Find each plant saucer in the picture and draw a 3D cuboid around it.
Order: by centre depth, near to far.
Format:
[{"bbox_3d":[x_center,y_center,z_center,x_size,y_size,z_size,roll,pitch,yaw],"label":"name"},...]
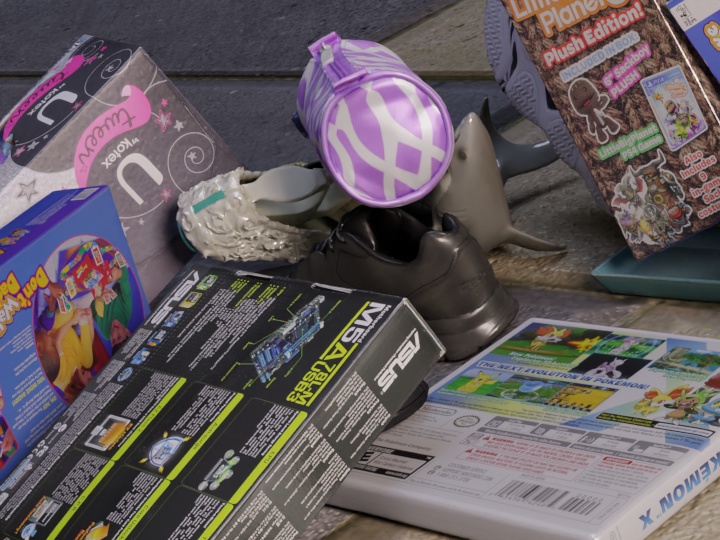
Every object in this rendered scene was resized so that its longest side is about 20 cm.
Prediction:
[{"bbox_3d":[0.227,-0.001,1.109,0.200,0.019,0.070,6,29,46],"label":"plant saucer"}]

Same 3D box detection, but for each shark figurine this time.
[{"bbox_3d":[0.094,-0.038,1.268,0.089,0.128,0.214,15,9,11],"label":"shark figurine"}]

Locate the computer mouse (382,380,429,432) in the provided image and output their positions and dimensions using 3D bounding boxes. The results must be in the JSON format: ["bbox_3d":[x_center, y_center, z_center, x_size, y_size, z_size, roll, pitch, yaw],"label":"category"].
[{"bbox_3d":[-0.059,0.069,1.086,0.140,0.046,0.200,-26,14,-22],"label":"computer mouse"}]

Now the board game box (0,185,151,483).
[{"bbox_3d":[-0.195,0.053,1.139,0.045,0.135,0.200,-4,23,31],"label":"board game box"}]

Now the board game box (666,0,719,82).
[{"bbox_3d":[0.269,-0.142,1.107,0.045,0.135,0.200,-30,7,46],"label":"board game box"}]

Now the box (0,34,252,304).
[{"bbox_3d":[-0.189,-0.038,1.283,0.200,0.132,0.115,-48,28,-13],"label":"box"}]

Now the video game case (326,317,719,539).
[{"bbox_3d":[0.102,0.080,0.991,0.182,0.022,0.200,-32,24,-35],"label":"video game case"}]

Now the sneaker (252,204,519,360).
[{"bbox_3d":[0.000,0.000,1.182,0.200,0.091,0.076,-4,33,37],"label":"sneaker"}]

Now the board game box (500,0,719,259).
[{"bbox_3d":[0.191,-0.132,1.147,0.159,0.200,0.097,-26,-3,-44],"label":"board game box"}]

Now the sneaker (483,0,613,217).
[{"bbox_3d":[0.165,-0.116,1.259,0.115,0.200,0.075,-11,-32,-41],"label":"sneaker"}]

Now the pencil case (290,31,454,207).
[{"bbox_3d":[0.006,-0.095,1.191,0.084,0.086,0.200,-24,15,-2],"label":"pencil case"}]

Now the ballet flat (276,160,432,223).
[{"bbox_3d":[0.008,-0.068,1.407,0.200,0.057,0.066,4,26,45],"label":"ballet flat"}]

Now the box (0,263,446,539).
[{"bbox_3d":[-0.082,0.087,1.001,0.193,0.048,0.200,10,54,49],"label":"box"}]

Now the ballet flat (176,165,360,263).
[{"bbox_3d":[-0.030,-0.039,1.268,0.072,0.072,0.200,1,5,40],"label":"ballet flat"}]
